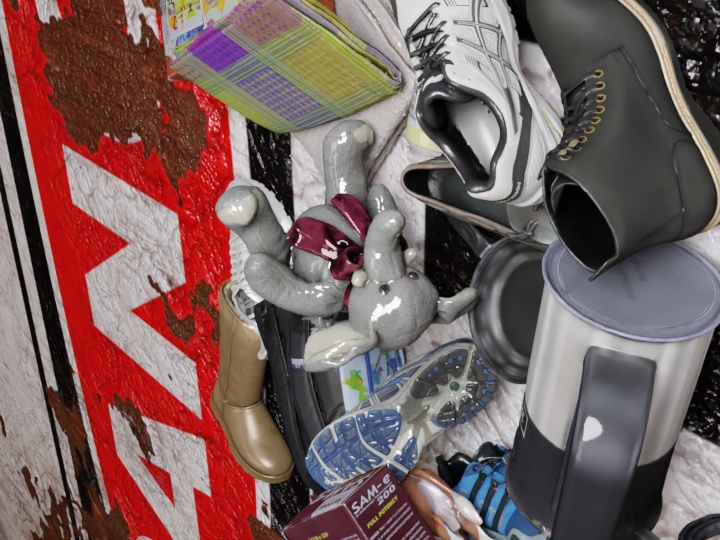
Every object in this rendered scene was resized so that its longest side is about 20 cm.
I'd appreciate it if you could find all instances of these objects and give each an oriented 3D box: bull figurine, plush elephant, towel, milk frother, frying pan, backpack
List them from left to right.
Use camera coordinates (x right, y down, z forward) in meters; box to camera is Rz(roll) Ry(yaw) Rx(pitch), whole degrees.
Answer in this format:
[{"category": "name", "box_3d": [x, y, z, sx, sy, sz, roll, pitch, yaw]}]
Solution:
[{"category": "towel", "box_3d": [-0.066, -0.172, 0.761, 0.142, 0.023, 0.198, 30, 158, -28]}, {"category": "backpack", "box_3d": [-0.019, 0.125, 0.902, 0.162, 0.151, 0.205, -14, 77, 50]}, {"category": "towel", "box_3d": [-0.011, -0.160, 0.811, 0.134, 0.034, 0.201, 57, 144, 16]}, {"category": "plush elephant", "box_3d": [0.000, 0.000, 0.724, 0.153, 0.163, 0.204, 15, 123, 47]}, {"category": "bull figurine", "box_3d": [0.077, 0.271, 0.806, 0.121, 0.064, 0.204, 25, 136, 50]}, {"category": "frying pan", "box_3d": [0.109, 0.014, 0.736, 0.189, 0.030, 0.117, 39, 119, 47]}, {"category": "milk frother", "box_3d": [0.206, 0.101, 0.584, 0.182, 0.195, 0.192, -89, 1, -54]}]

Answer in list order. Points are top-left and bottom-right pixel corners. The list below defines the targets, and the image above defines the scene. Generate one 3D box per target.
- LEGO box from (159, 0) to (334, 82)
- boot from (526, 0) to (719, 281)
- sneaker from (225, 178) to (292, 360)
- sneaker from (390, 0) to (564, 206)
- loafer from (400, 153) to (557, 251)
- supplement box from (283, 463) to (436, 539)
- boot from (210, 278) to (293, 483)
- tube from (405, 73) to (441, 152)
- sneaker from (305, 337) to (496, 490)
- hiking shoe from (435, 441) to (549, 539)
[{"category": "LEGO box", "box_3d": [-0.112, -0.272, 0.818, 0.198, 0.076, 0.153, -12, 84, 55]}, {"category": "boot", "box_3d": [0.138, -0.100, 0.555, 0.202, 0.137, 0.078, 56, 143, 16]}, {"category": "sneaker", "box_3d": [-0.110, -0.004, 0.989, 0.076, 0.079, 0.204, -31, 82, 56]}, {"category": "sneaker", "box_3d": [0.066, -0.135, 0.604, 0.076, 0.087, 0.203, -44, 67, 39]}, {"category": "loafer", "box_3d": [0.112, -0.052, 0.668, 0.198, 0.062, 0.074, 14, 104, 47]}, {"category": "supplement box", "box_3d": [0.032, 0.271, 0.744, 0.202, 0.061, 0.108, 56, 139, 1]}, {"category": "boot", "box_3d": [-0.132, 0.140, 1.109, 0.175, 0.065, 0.203, 43, 137, 30]}, {"category": "tube", "box_3d": [0.076, -0.190, 0.672, 0.057, 0.052, 0.204, 11, 118, 4]}, {"category": "sneaker", "box_3d": [0.038, 0.129, 0.804, 0.198, 0.085, 0.078, -34, 97, 15]}, {"category": "hiking shoe", "box_3d": [0.128, 0.192, 0.778, 0.088, 0.074, 0.199, 61, 145, 3]}]
